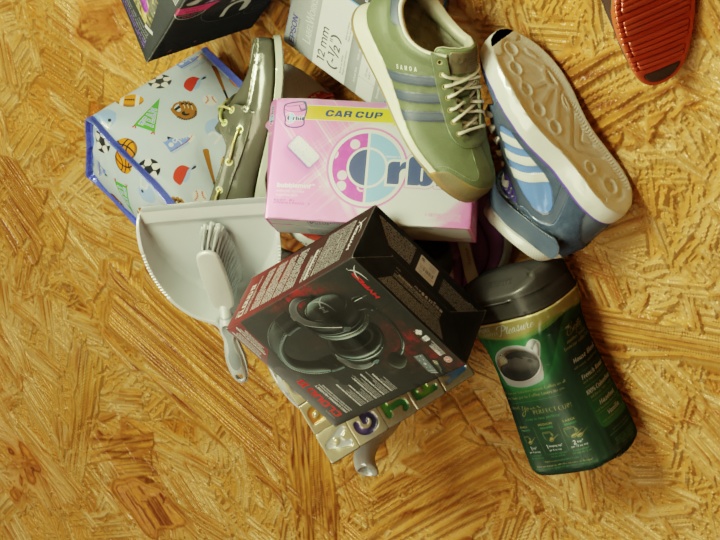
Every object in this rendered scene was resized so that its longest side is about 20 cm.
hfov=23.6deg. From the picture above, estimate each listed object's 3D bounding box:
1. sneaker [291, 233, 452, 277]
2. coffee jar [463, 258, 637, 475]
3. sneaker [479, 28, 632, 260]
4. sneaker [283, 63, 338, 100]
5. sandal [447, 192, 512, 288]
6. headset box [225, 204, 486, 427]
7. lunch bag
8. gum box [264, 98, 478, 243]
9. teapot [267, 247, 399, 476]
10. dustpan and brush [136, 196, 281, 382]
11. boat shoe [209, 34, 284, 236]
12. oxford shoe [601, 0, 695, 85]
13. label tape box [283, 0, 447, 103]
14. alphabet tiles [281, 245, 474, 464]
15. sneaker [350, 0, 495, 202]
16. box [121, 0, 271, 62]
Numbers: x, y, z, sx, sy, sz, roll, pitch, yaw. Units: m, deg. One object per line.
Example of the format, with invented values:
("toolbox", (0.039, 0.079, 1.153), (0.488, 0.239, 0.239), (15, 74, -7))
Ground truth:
("sneaker", (0.000, 0.001, 1.658), (0.201, 0.067, 0.108), (22, 131, 30))
("coffee jar", (0.175, 0.086, 1.606), (0.104, 0.085, 0.200), (-13, 105, 43))
("sneaker", (0.136, -0.099, 1.531), (0.200, 0.081, 0.146), (54, 138, -2))
("sneaker", (-0.005, -0.133, 1.676), (0.108, 0.067, 0.201), (-30, 94, 51))
("sandal", (0.095, -0.006, 1.661), (0.082, 0.050, 0.203), (37, 136, 25))
("headset box", (-0.012, 0.048, 1.569), (0.149, 0.077, 0.200), (44, 133, -19))
("lunch bag", (-0.159, -0.101, 1.772), (0.200, 0.170, 0.124), (42, 152, 20))
("gum box", (0.009, -0.091, 1.572), (0.200, 0.066, 0.114), (3, 80, 9))
("teapot", (-0.033, 0.080, 1.780), (0.200, 0.146, 0.198), (20, 127, 39))
("dustpan and brush", (-0.133, 0.025, 1.680), (0.139, 0.057, 0.200), (-4, 134, 10))
("boat shoe", (-0.111, -0.129, 1.654), (0.060, 0.072, 0.202), (8, 109, -6))
("oxford shoe", (0.215, -0.247, 1.379), (0.073, 0.071, 0.200), (-135, 27, -64))
("label tape box", (-0.018, -0.261, 1.606), (0.200, 0.066, 0.143), (37, 137, 23))
("alphabet tiles", (-0.009, 0.063, 1.704), (0.200, 0.167, 0.008), (58, -176, 10))
("sneaker", (0.070, -0.161, 1.477), (0.090, 0.067, 0.200), (-34, 83, 48))
("box", (-0.150, -0.291, 1.636), (0.106, 0.122, 0.200), (67, 159, 4))
